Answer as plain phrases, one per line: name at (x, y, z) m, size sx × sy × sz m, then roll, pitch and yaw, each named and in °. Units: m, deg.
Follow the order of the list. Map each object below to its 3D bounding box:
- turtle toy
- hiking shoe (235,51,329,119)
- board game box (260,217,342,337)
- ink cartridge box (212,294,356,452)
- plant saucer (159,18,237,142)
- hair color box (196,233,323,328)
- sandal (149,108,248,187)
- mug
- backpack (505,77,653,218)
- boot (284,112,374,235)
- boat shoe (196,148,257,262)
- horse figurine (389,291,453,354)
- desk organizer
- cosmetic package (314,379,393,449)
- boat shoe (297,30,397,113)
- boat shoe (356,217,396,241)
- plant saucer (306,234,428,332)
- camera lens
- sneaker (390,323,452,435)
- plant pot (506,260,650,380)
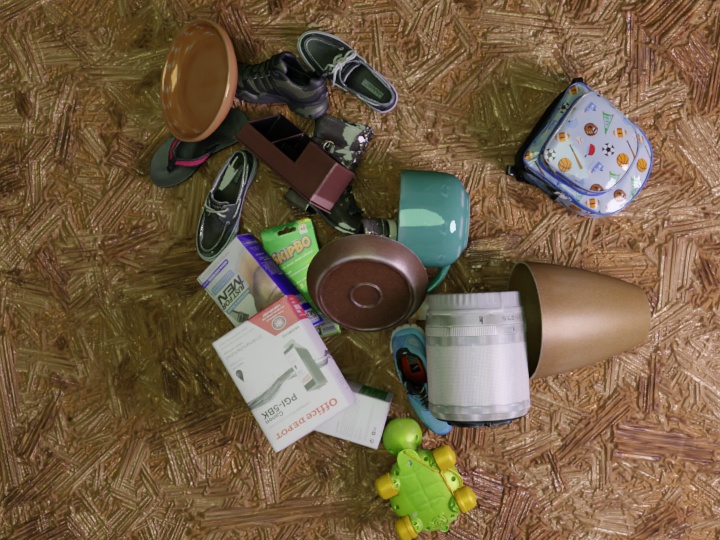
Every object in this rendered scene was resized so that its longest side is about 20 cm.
turtle toy at (0.099, 0.340, 1.594) m, size 0.144 × 0.101 × 0.202 m, roll -26°, pitch 89°, yaw 6°
hiking shoe at (-0.142, -0.326, 1.580) m, size 0.197 × 0.076 × 0.102 m, roll 16°, pitch 137°, yaw 7°
board game box at (-0.101, 0.018, 1.638) m, size 0.094 × 0.030 × 0.203 m, roll -15°, pitch 94°, yaw 9°
ink cartridge box at (-0.119, 0.161, 1.515) m, size 0.146 × 0.083 × 0.202 m, roll -32°, pitch 85°, yaw 3°
plant saucer at (-0.264, -0.313, 1.591) m, size 0.198 × 0.037 × 0.204 m, roll -4°, pitch 84°, yaw 44°
hair color box at (-0.169, 0.050, 1.611) m, size 0.109 × 0.065 × 0.200 m, roll -44°, pitch 83°, yaw 18°
sandal at (-0.281, -0.213, 1.637) m, size 0.198 × 0.045 × 0.076 m, roll -32°, pitch 89°, yaw 7°
mug at (0.117, -0.070, 1.558) m, size 0.112 × 0.153 × 0.187 m, roll 3°, pitch 132°, yaw 2°
backpack at (0.366, -0.182, 1.524) m, size 0.189 × 0.154 × 0.201 m, roll 36°, pitch 93°, yaw -7°
boot at (-0.022, -0.160, 1.601) m, size 0.198 × 0.069 × 0.176 m, roll 28°, pitch 96°, yaw 6°
boat shoe at (-0.236, -0.114, 1.621) m, size 0.071 × 0.071 × 0.203 m, roll 19°, pitch 91°, yaw 12°
horse figurine at (0.122, 0.080, 1.607) m, size 0.196 × 0.050 × 0.135 m, roll 2°, pitch 99°, yaw 8°
desk organizer at (-0.108, -0.186, 1.567) m, size 0.200 × 0.072 × 0.077 m, roll 41°, pitch 99°, yaw 28°
cosmetic package at (-0.052, 0.224, 1.603) m, size 0.197 × 0.108 × 0.086 m, roll 17°, pitch 93°, yaw 4°
boat shoe at (-0.024, -0.332, 1.593) m, size 0.199 × 0.068 × 0.074 m, roll 42°, pitch 96°, yaw 3°
boat shoe at (0.000, 0.000, 1.574) m, size 0.060 × 0.072 × 0.203 m, roll 8°, pitch 123°, yaw -20°
plant saucer at (0.010, 0.031, 1.530) m, size 0.197 × 0.035 × 0.202 m, roll 2°, pitch 130°, yaw 2°
camera lens at (0.181, 0.136, 1.495) m, size 0.157 × 0.160 × 0.204 m, roll -3°, pitch 89°, yaw 6°
sneaker at (0.096, 0.193, 1.576) m, size 0.077 × 0.090 × 0.202 m, roll -20°, pitch 110°, yaw 18°
plant pot at (0.351, 0.073, 1.530) m, size 0.196 × 0.186 × 0.190 m, roll -3°, pitch 92°, yaw -8°
